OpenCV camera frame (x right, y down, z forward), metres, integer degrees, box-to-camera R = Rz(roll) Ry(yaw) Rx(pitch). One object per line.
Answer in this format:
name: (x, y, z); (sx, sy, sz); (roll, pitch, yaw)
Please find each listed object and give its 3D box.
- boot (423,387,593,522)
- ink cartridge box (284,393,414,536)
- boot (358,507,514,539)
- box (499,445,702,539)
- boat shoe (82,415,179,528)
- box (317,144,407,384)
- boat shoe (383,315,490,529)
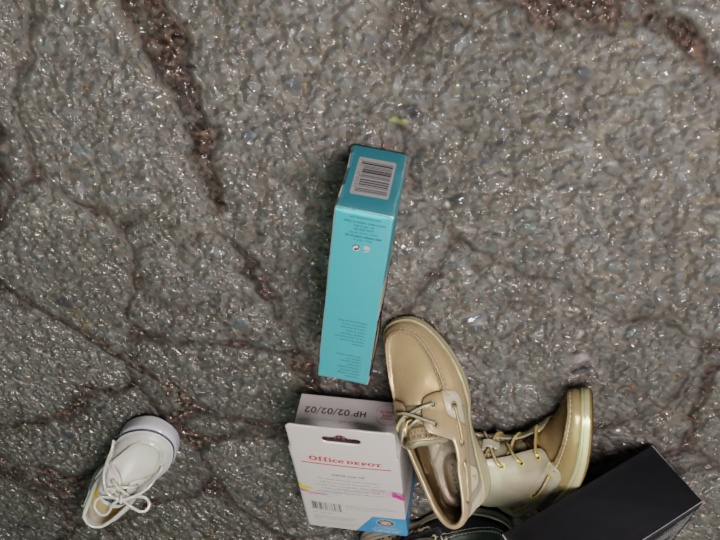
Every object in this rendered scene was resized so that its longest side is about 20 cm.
boot: (0.143, 0.178, 1.002); (0.152, 0.073, 0.202); (14, 134, 5)
ink cartridge box: (-0.007, 0.192, 1.042); (0.113, 0.069, 0.202); (4, 139, 10)
boot: (0.075, 0.352, 1.120); (0.201, 0.155, 0.074); (-19, 126, 29)
box: (0.218, 0.276, 0.983); (0.198, 0.079, 0.142); (-22, 143, -27)
boat shoe: (-0.275, 0.246, 1.159); (0.074, 0.087, 0.202); (33, 132, -17)
box: (0.000, 0.000, 0.863); (0.048, 0.083, 0.202); (11, 134, 3)
boat shoe: (0.066, 0.142, 0.946); (0.071, 0.065, 0.203); (-14, 100, 28)
